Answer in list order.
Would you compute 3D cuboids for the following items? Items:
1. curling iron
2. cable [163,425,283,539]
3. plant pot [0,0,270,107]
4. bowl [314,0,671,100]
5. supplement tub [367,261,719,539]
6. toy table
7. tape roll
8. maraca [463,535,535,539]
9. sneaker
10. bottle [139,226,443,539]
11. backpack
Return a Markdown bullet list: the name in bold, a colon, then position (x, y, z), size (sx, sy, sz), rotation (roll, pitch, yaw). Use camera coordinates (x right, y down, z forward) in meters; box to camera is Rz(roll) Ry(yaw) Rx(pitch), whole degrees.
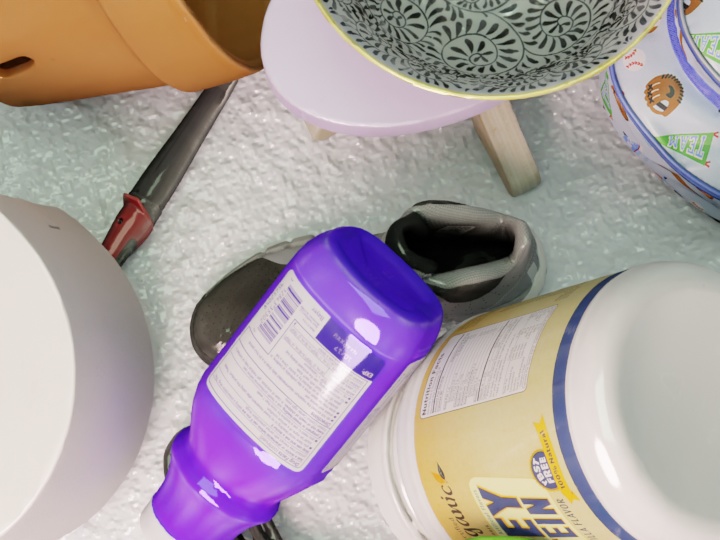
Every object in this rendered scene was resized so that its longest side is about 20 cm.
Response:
- **curling iron**: position (-0.134, -0.034, 1.448), size (0.050, 0.026, 0.200), rotation (38, 83, 8)
- **cable**: position (-0.033, 0.167, 1.402), size (0.200, 0.050, 0.097), rotation (35, 99, 23)
- **plant pot**: position (-0.151, -0.175, 1.408), size (0.140, 0.200, 0.201), rotation (-22, 76, 16)
- **bowl**: position (0.066, -0.168, 1.311), size (0.200, 0.094, 0.201), rotation (-1, 77, 3)
- **supplement tub**: position (0.108, 0.082, 1.302), size (0.144, 0.200, 0.145), rotation (9, 73, -33)
- **toy table**: position (0.045, -0.134, 1.412), size (0.199, 0.117, 0.184), rotation (-16, 77, 0)
- **tape roll**: position (-0.222, 0.055, 1.360), size (0.202, 0.139, 0.203), rotation (-1, 87, 12)
- **maraca**: position (0.095, 0.212, 1.231), size (0.200, 0.107, 0.137), rotation (37, 94, 14)
- **sneaker**: position (0.000, 0.000, 1.386), size (0.199, 0.116, 0.075), rotation (-15, 77, 0)
- **bottle**: position (-0.042, 0.071, 1.339), size (0.084, 0.065, 0.200), rotation (44, 116, 14)
- **backpack**: position (0.225, -0.120, 1.385), size (0.200, 0.154, 0.191), rotation (40, 93, 9)
